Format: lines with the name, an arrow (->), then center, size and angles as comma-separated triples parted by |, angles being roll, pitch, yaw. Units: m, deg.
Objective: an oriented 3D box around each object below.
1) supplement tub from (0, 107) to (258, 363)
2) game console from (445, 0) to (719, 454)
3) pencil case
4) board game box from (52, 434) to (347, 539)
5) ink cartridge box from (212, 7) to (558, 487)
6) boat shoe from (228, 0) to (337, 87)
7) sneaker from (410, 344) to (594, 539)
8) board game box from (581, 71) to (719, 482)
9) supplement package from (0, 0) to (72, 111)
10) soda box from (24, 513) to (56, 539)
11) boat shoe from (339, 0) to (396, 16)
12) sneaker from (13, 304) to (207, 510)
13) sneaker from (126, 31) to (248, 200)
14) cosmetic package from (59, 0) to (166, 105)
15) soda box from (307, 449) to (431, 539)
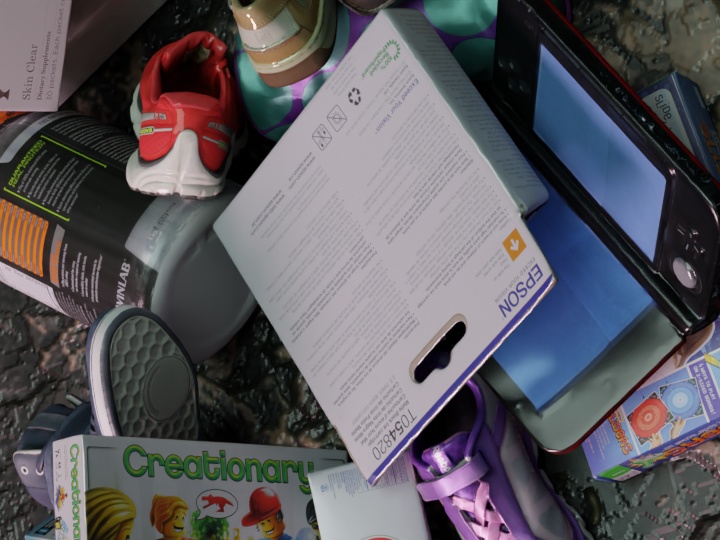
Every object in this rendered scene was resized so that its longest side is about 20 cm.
supplement tub -> -0.165, -0.029, 1.770 | 0.200, 0.122, 0.123 | 26, 95, 32
game console -> 0.100, -0.031, 1.564 | 0.119, 0.172, 0.200 | -32, 63, -18
pencil case -> 0.027, -0.137, 1.693 | 0.200, 0.085, 0.093 | -14, 111, 28
board game box -> -0.089, 0.165, 1.646 | 0.035, 0.200, 0.127 | -17, 73, 48
ink cartridge box -> 0.021, -0.013, 1.597 | 0.200, 0.041, 0.200 | -49, 60, 35
boat shoe -> -0.051, -0.200, 1.680 | 0.072, 0.076, 0.200 | -26, 38, 15
sneaker -> 0.073, 0.129, 1.618 | 0.080, 0.088, 0.201 | -27, 70, 24
board game box -> 0.165, 0.004, 1.612 | 0.135, 0.034, 0.200 | -27, 69, 24
supplement package -> -0.258, -0.216, 1.756 | 0.156, 0.111, 0.201 | 33, 119, 52
soda box -> -0.145, 0.239, 1.696 | 0.068, 0.064, 0.200 | 7, 115, 32
boat shoe -> 0.040, -0.224, 1.586 | 0.200, 0.074, 0.073 | -56, 13, 27
sneaker -> -0.163, 0.091, 1.723 | 0.146, 0.203, 0.077 | 19, 50, 37
sneaker -> -0.100, -0.110, 1.720 | 0.077, 0.200, 0.085 | 9, 112, -7
cosmetic package -> -0.173, -0.198, 1.847 | 0.200, 0.051, 0.083 | -43, 64, 19
soda box -> 0.023, 0.212, 1.632 | 0.064, 0.068, 0.200 | -13, 76, 2
